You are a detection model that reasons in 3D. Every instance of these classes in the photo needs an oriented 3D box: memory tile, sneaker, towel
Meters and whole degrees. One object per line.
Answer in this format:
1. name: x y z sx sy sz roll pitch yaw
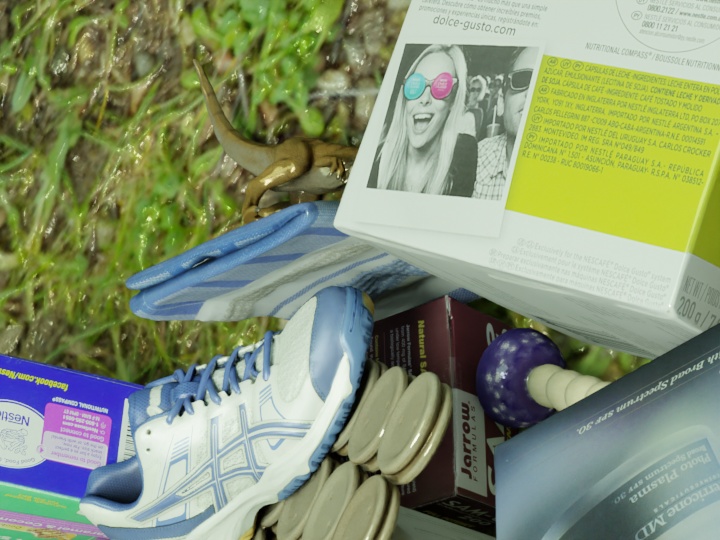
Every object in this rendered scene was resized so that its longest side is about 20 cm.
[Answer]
1. memory tile: -0.016 0.114 1.061 0.154 0.017 0.200 -64 15 -5
2. sneaker: -0.070 0.077 1.107 0.201 0.088 0.075 -53 15 27
3. towel: 0.000 0.000 1.107 0.146 0.199 0.024 -22 71 42

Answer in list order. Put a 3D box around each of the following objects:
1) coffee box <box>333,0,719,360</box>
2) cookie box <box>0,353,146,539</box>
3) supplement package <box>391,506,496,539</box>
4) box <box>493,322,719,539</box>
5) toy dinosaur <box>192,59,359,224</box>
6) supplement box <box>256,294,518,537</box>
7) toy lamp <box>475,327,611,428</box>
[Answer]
1. coffee box: 0.148 -0.066 1.002 0.199 0.199 0.199 15 84 45
2. cookie box: -0.206 0.111 1.244 0.200 0.170 0.076 -32 48 58
3. supplement package: 0.067 0.215 1.022 0.200 0.121 0.120 37 100 45
4. box: 0.160 0.120 0.820 0.199 0.123 0.199 -32 30 23
5. toy dinosaur: -0.041 -0.058 1.291 0.199 0.061 0.107 10 56 39
6. supplement box: -0.010 0.097 1.184 0.199 0.061 0.110 -20 60 37
7. toy lamp: 0.122 0.063 1.036 0.200 0.058 0.059 14 83 62
